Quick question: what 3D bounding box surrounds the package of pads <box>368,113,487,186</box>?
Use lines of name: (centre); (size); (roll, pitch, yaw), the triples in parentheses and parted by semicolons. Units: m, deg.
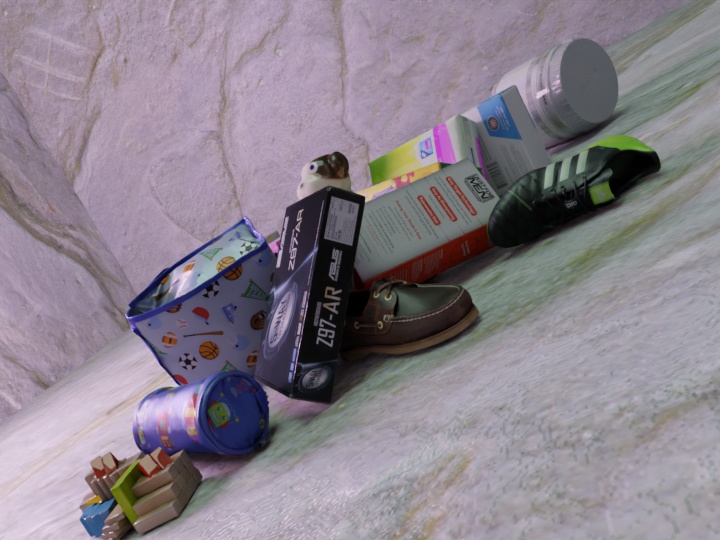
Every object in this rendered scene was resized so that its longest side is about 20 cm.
package of pads: (0.109, -0.132, 1.002); (0.197, 0.159, 0.067); (-21, -17, 41)

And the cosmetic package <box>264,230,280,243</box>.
cosmetic package: (-0.398, -0.080, 2.508); (0.103, 0.072, 0.200); (-25, 11, 27)

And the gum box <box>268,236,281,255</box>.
gum box: (-0.087, -0.051, 1.295); (0.198, 0.115, 0.066); (-34, 10, -21)

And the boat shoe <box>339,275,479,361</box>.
boat shoe: (0.027, 0.043, 0.629); (0.197, 0.072, 0.070); (-19, 13, 45)

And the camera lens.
camera lens: (0.346, -0.313, 1.143); (0.158, 0.163, 0.199); (-34, 11, -25)

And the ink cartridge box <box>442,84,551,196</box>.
ink cartridge box: (0.195, -0.192, 1.048); (0.197, 0.147, 0.084); (-22, 12, 40)

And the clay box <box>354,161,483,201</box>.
clay box: (0.071, -0.105, 0.911); (0.197, 0.049, 0.113); (-15, -7, 43)

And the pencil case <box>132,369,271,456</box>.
pencil case: (-0.166, 0.152, 0.646); (0.085, 0.080, 0.198); (-12, -6, -42)

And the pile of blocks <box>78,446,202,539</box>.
pile of blocks: (-0.239, 0.214, 0.610); (0.197, 0.063, 0.082); (-24, 11, 38)

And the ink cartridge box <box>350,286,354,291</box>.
ink cartridge box: (0.000, 0.000, 0.870); (0.144, 0.086, 0.199); (-34, 10, -17)

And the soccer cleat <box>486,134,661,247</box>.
soccer cleat: (0.229, -0.086, 0.679); (0.197, 0.069, 0.081); (-31, 22, -1)

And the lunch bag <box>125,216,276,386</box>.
lunch bag: (-0.182, 0.060, 0.822); (0.198, 0.172, 0.124); (-36, 32, -10)

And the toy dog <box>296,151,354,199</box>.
toy dog: (-0.029, -0.103, 1.073); (0.194, 0.202, 0.138); (-45, 19, -30)

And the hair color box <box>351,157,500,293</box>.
hair color box: (0.068, -0.047, 0.741); (0.196, 0.103, 0.062); (-24, -31, -12)

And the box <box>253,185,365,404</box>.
box: (-0.058, 0.025, 0.663); (0.042, 0.206, 0.159); (12, -6, -21)
